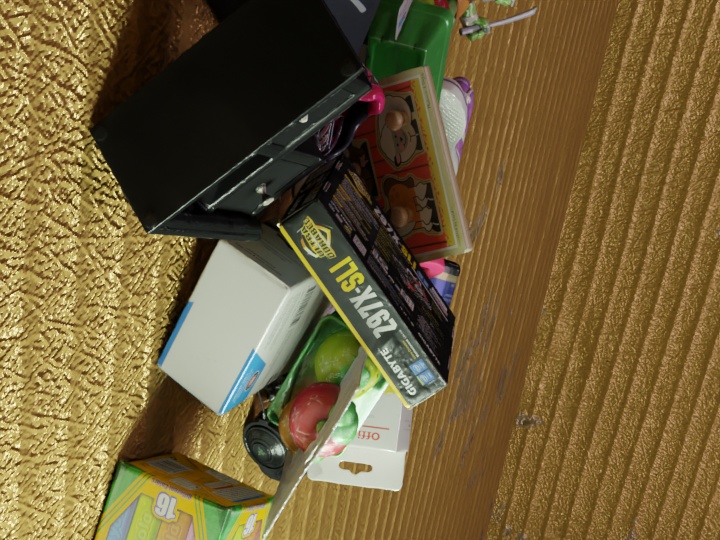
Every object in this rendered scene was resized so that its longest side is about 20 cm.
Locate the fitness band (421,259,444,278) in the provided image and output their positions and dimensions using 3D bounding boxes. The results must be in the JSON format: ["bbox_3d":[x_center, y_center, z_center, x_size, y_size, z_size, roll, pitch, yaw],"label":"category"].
[{"bbox_3d":[0.000,0.000,1.267,0.143,0.197,0.038,-38,-120,54],"label":"fitness band"}]

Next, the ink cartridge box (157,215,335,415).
[{"bbox_3d":[-0.089,0.032,1.097,0.147,0.084,0.200,-61,168,20],"label":"ink cartridge box"}]

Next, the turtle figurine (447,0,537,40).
[{"bbox_3d":[0.143,-0.304,1.396,0.199,0.144,0.195,37,89,-32],"label":"turtle figurine"}]

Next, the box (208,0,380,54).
[{"bbox_3d":[-0.039,-0.280,0.962,0.148,0.103,0.203,62,49,-67],"label":"box"}]

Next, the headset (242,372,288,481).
[{"bbox_3d":[-0.077,0.169,1.301,0.125,0.093,0.201,-64,149,-24],"label":"headset"}]

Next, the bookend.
[{"bbox_3d":[-0.069,-0.117,0.882,0.197,0.093,0.200,-35,170,14],"label":"bookend"}]

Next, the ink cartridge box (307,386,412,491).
[{"bbox_3d":[-0.002,0.129,1.217,0.067,0.114,0.204,31,64,-74],"label":"ink cartridge box"}]

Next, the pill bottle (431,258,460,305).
[{"bbox_3d":[0.063,0.073,1.613,0.112,0.110,0.203,7,100,-72],"label":"pill bottle"}]

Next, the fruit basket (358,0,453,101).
[{"bbox_3d":[0.048,-0.244,1.195,0.202,0.092,0.187,-77,176,-45],"label":"fruit basket"}]

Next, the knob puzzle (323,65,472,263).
[{"bbox_3d":[0.012,-0.091,1.125,0.030,0.218,0.223,-16,127,-40],"label":"knob puzzle"}]

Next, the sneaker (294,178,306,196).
[{"bbox_3d":[-0.003,-0.044,1.290,0.201,0.114,0.075,72,38,-63],"label":"sneaker"}]

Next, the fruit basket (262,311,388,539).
[{"bbox_3d":[-0.027,0.133,1.068,0.187,0.093,0.201,-59,-169,22],"label":"fruit basket"}]

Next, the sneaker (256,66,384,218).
[{"bbox_3d":[-0.063,-0.113,1.037,0.201,0.075,0.081,-50,150,2],"label":"sneaker"}]

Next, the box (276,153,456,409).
[{"bbox_3d":[0.013,0.005,1.029,0.049,0.201,0.160,-32,-167,15],"label":"box"}]

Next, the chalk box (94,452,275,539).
[{"bbox_3d":[-0.178,0.289,1.058,0.124,0.122,0.203,15,93,-72],"label":"chalk box"}]

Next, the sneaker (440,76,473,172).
[{"bbox_3d":[0.103,-0.204,1.384,0.201,0.071,0.116,90,17,-69],"label":"sneaker"}]
